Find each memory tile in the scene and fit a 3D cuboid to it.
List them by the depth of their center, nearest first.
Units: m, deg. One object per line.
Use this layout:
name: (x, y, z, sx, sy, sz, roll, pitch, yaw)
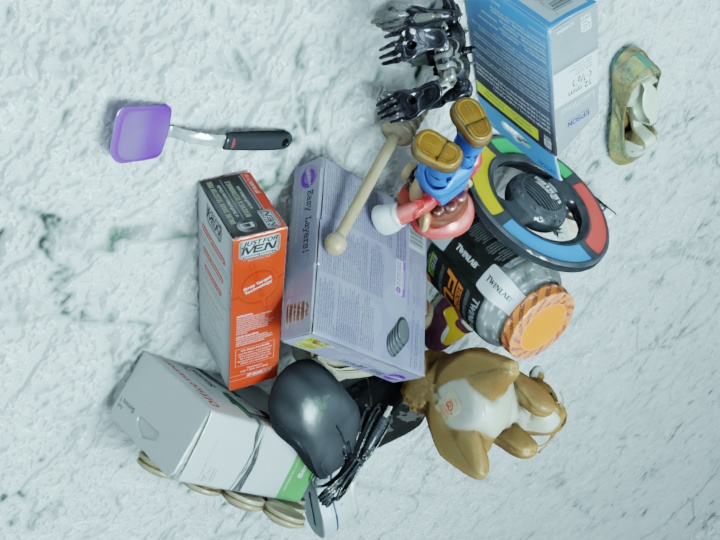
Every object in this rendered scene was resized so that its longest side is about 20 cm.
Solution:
memory tile: (-0.154, 0.242, 1.021, 0.153, 0.197, 0.017, 153, -40, -85)

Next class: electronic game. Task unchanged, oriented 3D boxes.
electronic game: (0.205, -0.080, 1.041, 0.197, 0.202, 0.042, -6, 146, -36)

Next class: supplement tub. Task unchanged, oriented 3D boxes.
supplement tub: (0.156, 0.004, 1.073, 0.121, 0.200, 0.124, -22, 137, -22)

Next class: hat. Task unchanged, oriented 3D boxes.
hat: (-0.002, 0.158, 1.179, 0.197, 0.081, 0.203, -15, 130, -18)

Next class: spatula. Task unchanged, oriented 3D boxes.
spatula: (-0.144, -0.125, 0.843, 0.198, 0.021, 0.057, -3, 125, -40)

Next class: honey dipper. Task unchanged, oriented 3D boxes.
honey dipper: (0.013, -0.099, 0.913, 0.202, 0.037, 0.038, -61, 149, -26)

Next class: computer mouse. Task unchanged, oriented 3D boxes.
computer mouse: (-0.029, 0.173, 0.991, 0.139, 0.052, 0.201, -55, 137, -19)

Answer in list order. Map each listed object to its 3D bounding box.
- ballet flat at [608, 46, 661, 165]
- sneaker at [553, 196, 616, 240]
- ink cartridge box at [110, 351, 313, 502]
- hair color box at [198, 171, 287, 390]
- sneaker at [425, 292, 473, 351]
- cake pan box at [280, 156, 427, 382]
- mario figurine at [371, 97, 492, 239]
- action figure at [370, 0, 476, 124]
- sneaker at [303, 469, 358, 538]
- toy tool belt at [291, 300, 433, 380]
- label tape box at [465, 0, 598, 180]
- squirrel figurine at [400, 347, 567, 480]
ballet flat: (0.361, -0.198, 1.169, 0.070, 0.071, 0.201, -33, 141, -11)
sneaker: (0.275, -0.080, 1.199, 0.080, 0.074, 0.199, -50, 140, 13)
ink cartridge box: (-0.156, 0.177, 1.003, 0.199, 0.145, 0.085, 29, 90, -50)
hair color box: (-0.124, 0.014, 0.922, 0.060, 0.102, 0.202, -14, 134, -24)
sneaker: (0.166, 0.045, 1.206, 0.201, 0.090, 0.075, -51, 140, 11)
cake pan box: (0.000, 0.000, 0.954, 0.052, 0.204, 0.183, -13, 155, 37)
mario figurine: (0.070, -0.104, 0.922, 0.121, 0.108, 0.201, -5, 159, -6)
action figure: (0.059, -0.206, 0.878, 0.200, 0.100, 0.121, -48, 134, -66)
sneaker: (-0.042, 0.238, 1.122, 0.070, 0.073, 0.203, -25, 125, -32)
toy tool belt: (0.012, 0.051, 1.059, 0.198, 0.125, 0.124, -20, 145, -26)
label tape box: (0.181, -0.213, 0.938, 0.066, 0.144, 0.201, -32, 140, -10)
squirrel figurine: (0.155, 0.154, 1.101, 0.185, 0.198, 0.144, 3, 98, -46)
